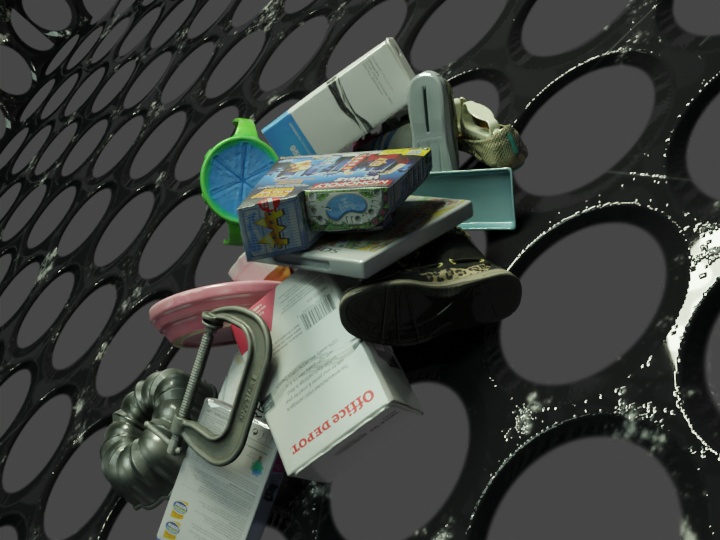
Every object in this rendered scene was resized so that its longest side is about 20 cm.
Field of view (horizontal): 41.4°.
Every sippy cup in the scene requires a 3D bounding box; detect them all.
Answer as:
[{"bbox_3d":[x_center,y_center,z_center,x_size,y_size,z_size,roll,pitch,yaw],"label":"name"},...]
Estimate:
[{"bbox_3d":[-0.196,-0.141,1.537,0.179,0.139,0.130,-51,11,-8],"label":"sippy cup"}]

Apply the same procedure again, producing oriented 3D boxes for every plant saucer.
[{"bbox_3d":[-0.181,0.064,1.275,0.198,0.198,0.052,-22,72,37],"label":"plant saucer"},{"bbox_3d":[0.095,-0.083,1.135,0.196,0.072,0.019,0,12,33],"label":"plant saucer"}]

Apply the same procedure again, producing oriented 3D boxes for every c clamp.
[{"bbox_3d":[-0.173,0.127,1.075,0.170,0.027,0.203,30,101,41],"label":"c clamp"}]

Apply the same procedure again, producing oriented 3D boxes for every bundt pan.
[{"bbox_3d":[-0.289,0.224,1.327,0.200,0.076,0.204,-32,36,26],"label":"bundt pan"}]

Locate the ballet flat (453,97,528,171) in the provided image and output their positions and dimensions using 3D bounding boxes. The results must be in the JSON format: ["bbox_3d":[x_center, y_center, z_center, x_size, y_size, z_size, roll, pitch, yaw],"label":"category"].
[{"bbox_3d":[0.140,-0.179,1.199,0.067,0.076,0.200,-31,28,-14],"label":"ballet flat"}]

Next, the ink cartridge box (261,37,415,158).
[{"bbox_3d":[-0.020,-0.215,1.259,0.198,0.085,0.145,-33,9,13],"label":"ink cartridge box"}]

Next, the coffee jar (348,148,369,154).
[{"bbox_3d":[-0.052,-0.089,1.322,0.198,0.106,0.085,-17,16,42],"label":"coffee jar"}]

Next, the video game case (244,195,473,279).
[{"bbox_3d":[-0.001,-0.045,1.065,0.180,0.023,0.199,8,26,40],"label":"video game case"}]

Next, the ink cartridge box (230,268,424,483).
[{"bbox_3d":[-0.040,0.109,1.050,0.144,0.084,0.202,-37,58,16],"label":"ink cartridge box"}]

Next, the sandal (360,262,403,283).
[{"bbox_3d":[0.000,0.000,1.196,0.199,0.045,0.076,-36,20,35],"label":"sandal"}]

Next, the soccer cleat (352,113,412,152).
[{"bbox_3d":[0.042,-0.156,1.312,0.069,0.088,0.200,-21,3,-17],"label":"soccer cleat"}]

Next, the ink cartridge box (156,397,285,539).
[{"bbox_3d":[-0.158,0.261,1.082,0.118,0.042,0.204,18,84,30],"label":"ink cartridge box"}]

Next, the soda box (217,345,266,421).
[{"bbox_3d":[-0.140,0.173,1.202,0.068,0.063,0.203,-14,46,43],"label":"soda box"}]

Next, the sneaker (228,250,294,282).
[{"bbox_3d":[-0.137,0.007,1.363,0.073,0.085,0.200,-43,4,-9],"label":"sneaker"}]

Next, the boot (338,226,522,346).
[{"bbox_3d":[0.061,0.008,1.042,0.196,0.075,0.151,-11,28,-9],"label":"boot"}]

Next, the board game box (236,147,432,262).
[{"bbox_3d":[-0.040,-0.073,1.035,0.196,0.063,0.200,-1,23,24],"label":"board game box"}]

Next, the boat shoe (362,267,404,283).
[{"bbox_3d":[-0.011,0.063,1.150,0.198,0.072,0.065,-33,28,21],"label":"boat shoe"}]

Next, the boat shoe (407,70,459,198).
[{"bbox_3d":[0.097,-0.141,1.171,0.071,0.062,0.205,4,100,32],"label":"boat shoe"}]
